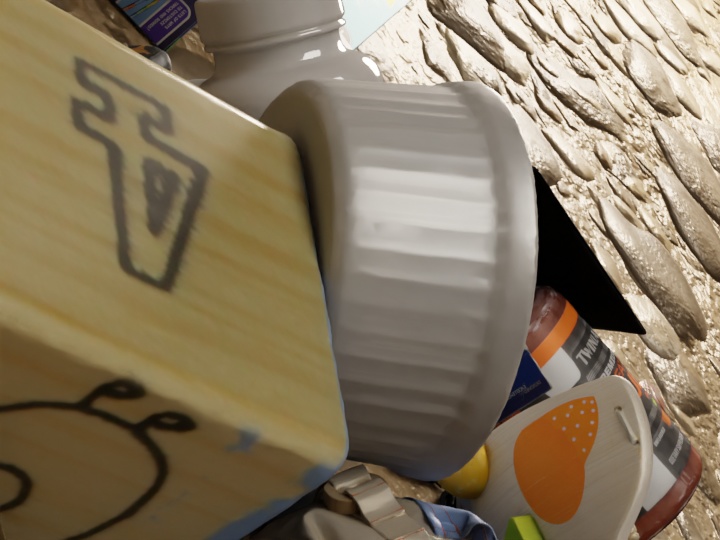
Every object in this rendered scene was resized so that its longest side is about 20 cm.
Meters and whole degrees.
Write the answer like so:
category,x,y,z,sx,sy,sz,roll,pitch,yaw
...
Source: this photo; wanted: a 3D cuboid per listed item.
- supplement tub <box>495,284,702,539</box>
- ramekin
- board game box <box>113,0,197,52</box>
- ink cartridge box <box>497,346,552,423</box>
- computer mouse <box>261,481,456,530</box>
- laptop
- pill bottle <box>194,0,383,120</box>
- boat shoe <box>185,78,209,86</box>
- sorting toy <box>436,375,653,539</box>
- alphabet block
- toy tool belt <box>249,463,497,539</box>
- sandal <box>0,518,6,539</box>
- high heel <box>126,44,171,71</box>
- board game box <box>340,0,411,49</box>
category,x,y,z,sx,sy,sz,roll,pitch,yaw
supplement tub,0.118,0.084,1.309,0.200,0.107,0.107,48,30,-11
ramekin,0.000,0.000,1.016,0.098,0.201,0.201,7,49,-21
board game box,-0.095,-0.240,1.243,0.135,0.200,0.034,46,30,-15
ink cartridge box,0.023,0.013,1.250,0.200,0.099,0.039,57,35,7
computer mouse,0.024,0.140,1.173,0.200,0.046,0.141,29,39,-37
laptop,0.080,-0.060,1.341,0.187,0.116,0.200,51,21,-45
pill bottle,-0.034,-0.061,1.162,0.111,0.111,0.200,-32,113,-61
boat shoe,-0.083,-0.092,1.237,0.200,0.070,0.071,6,54,-53
sorting toy,0.111,0.186,1.065,0.200,0.107,0.180,81,-5,-58
alphabet block,-0.148,0.020,0.903,0.200,0.195,0.197,26,37,-38
toy tool belt,0.024,0.156,0.987,0.123,0.200,0.125,4,79,-19
sandal,-0.174,0.128,0.805,0.080,0.054,0.200,-44,140,-48
high heel,-0.136,-0.085,1.062,0.071,0.142,0.200,58,17,-10
board game box,-0.044,-0.220,1.453,0.151,0.047,0.200,51,29,-6
